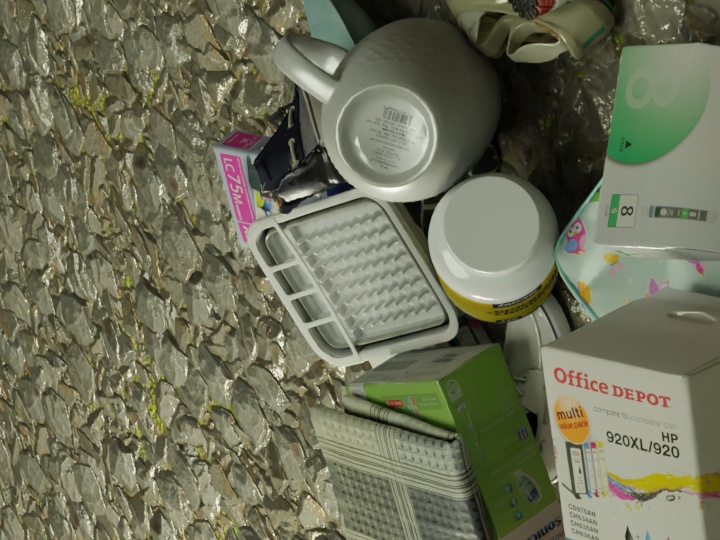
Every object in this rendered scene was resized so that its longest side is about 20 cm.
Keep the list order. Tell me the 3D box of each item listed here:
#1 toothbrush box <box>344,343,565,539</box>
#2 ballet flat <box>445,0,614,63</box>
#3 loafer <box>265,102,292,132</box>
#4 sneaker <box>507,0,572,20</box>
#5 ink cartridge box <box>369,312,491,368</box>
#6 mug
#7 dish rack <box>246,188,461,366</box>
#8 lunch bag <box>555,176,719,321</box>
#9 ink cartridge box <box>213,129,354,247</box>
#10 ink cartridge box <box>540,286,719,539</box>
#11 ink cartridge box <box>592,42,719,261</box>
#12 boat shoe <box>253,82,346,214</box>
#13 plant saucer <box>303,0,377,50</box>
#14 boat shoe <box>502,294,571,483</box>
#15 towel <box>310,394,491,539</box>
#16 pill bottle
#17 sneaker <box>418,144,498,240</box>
[{"bbox_3d":[0.090,0.177,1.807,0.145,0.086,0.201,-9,105,54],"label":"toothbrush box"},{"bbox_3d":[0.129,-0.211,1.663,0.200,0.069,0.070,15,119,51],"label":"ballet flat"},{"bbox_3d":[-0.034,-0.077,1.958,0.073,0.072,0.201,157,94,-79],"label":"loafer"},{"bbox_3d":[0.138,-0.292,1.624,0.078,0.082,0.201,86,163,-57],"label":"sneaker"},{"bbox_3d":[0.064,0.074,1.919,0.201,0.067,0.116,62,144,12],"label":"ink cartridge box"},{"bbox_3d":[0.016,-0.144,1.665,0.199,0.175,0.148,30,108,2],"label":"mug"},{"bbox_3d":[0.000,0.000,1.842,0.199,0.044,0.172,-15,111,46],"label":"dish rack"},{"bbox_3d":[0.253,0.004,1.572,0.200,0.077,0.161,55,130,31],"label":"lunch bag"},{"bbox_3d":[-0.047,-0.064,1.896,0.199,0.042,0.120,11,129,35],"label":"ink cartridge box"},{"bbox_3d":[0.241,0.134,1.441,0.147,0.144,0.201,11,116,49],"label":"ink cartridge box"},{"bbox_3d":[0.274,-0.089,1.465,0.199,0.050,0.162,3,80,47],"label":"ink cartridge box"},{"bbox_3d":[-0.059,-0.129,1.826,0.075,0.092,0.200,54,-168,-27],"label":"boat shoe"},{"bbox_3d":[0.003,-0.190,1.852,0.201,0.039,0.202,157,90,-82],"label":"plant saucer"},{"bbox_3d":[0.155,0.111,1.812,0.072,0.065,0.201,25,127,46],"label":"boat shoe"},{"bbox_3d":[0.046,0.214,1.795,0.199,0.034,0.194,11,125,46],"label":"towel"},{"bbox_3d":[0.116,-0.021,1.679,0.112,0.112,0.200,62,-179,11],"label":"pill bottle"},{"bbox_3d":[0.079,-0.124,1.807,0.083,0.080,0.201,-148,54,-64],"label":"sneaker"}]
